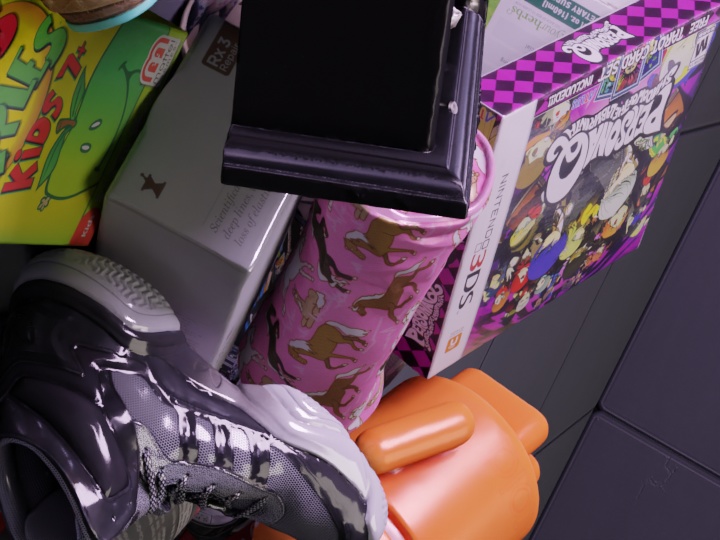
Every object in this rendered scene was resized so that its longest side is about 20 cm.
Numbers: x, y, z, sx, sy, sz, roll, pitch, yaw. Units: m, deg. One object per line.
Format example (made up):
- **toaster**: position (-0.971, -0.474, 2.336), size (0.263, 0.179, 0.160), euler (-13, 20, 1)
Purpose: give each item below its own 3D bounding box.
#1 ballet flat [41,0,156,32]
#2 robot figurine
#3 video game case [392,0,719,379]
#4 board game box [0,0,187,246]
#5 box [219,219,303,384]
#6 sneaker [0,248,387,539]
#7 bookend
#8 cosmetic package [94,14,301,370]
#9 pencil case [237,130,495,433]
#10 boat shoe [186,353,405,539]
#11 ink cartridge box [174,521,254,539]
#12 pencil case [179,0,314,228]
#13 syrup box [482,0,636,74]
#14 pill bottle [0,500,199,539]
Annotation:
- **ballet flat**: position (-0.078, -0.163, 0.697), size (0.201, 0.067, 0.073), euler (-65, 141, -51)
- **robot figurine**: position (0.020, 0.136, 1.057), size (0.200, 0.117, 0.144), euler (-37, -173, -33)
- **video game case**: position (0.108, -0.052, 1.040), size (0.199, 0.036, 0.182), euler (-28, 145, -40)
- **board game box**: position (-0.141, -0.065, 0.707), size (0.102, 0.047, 0.200), euler (-63, 165, 8)
- **box**: position (-0.088, 0.048, 1.085), size (0.159, 0.046, 0.201), euler (-53, 163, -30)
- **sneaker**: position (-0.082, 0.089, 0.800), size (0.075, 0.200, 0.114), euler (-28, -151, 49)
- **bookend**: position (0.013, -0.156, 0.709), size (0.199, 0.091, 0.202), euler (-78, 176, -64)
- **cosmetic package**: position (-0.072, -0.019, 0.869), size (0.102, 0.074, 0.200), euler (-63, -178, -22)
- **pencil case**: position (0.000, 0.000, 0.918), size (0.082, 0.087, 0.201), euler (-3, 146, -21)
- **boat shoe**: position (-0.040, 0.076, 1.098), size (0.200, 0.072, 0.071), euler (-42, 166, -26)
- **ink cartridge box**: position (-0.063, 0.158, 1.188), size (0.200, 0.084, 0.176), euler (-52, -175, -31)
- **pencil case**: position (-0.018, -0.079, 0.950), size (0.090, 0.077, 0.200), euler (-52, 149, -11)
- **syrup box**: position (0.079, -0.084, 1.103), size (0.201, 0.078, 0.081), euler (-62, 170, 17)
- **pill bottle**: position (-0.161, 0.121, 0.845), size (0.200, 0.115, 0.117), euler (-48, 160, -42)
